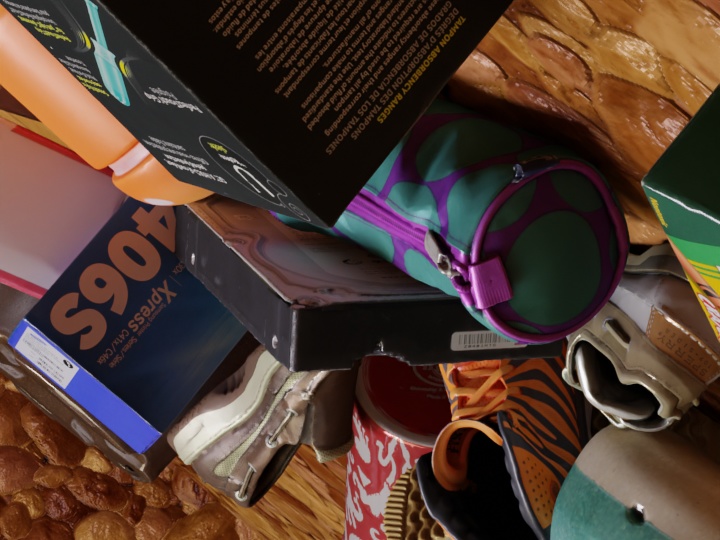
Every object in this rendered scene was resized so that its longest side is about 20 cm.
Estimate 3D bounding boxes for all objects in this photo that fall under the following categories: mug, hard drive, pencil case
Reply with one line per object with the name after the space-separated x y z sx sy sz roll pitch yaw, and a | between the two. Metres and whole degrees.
0.068 0.107 1.562 0.134 0.177 0.200 55 161 34 | mug
0.000 0.000 1.305 0.139 0.038 0.200 -2 -164 -19 | hard drive
0.030 -0.035 1.211 0.200 0.092 0.085 26 124 52 | pencil case

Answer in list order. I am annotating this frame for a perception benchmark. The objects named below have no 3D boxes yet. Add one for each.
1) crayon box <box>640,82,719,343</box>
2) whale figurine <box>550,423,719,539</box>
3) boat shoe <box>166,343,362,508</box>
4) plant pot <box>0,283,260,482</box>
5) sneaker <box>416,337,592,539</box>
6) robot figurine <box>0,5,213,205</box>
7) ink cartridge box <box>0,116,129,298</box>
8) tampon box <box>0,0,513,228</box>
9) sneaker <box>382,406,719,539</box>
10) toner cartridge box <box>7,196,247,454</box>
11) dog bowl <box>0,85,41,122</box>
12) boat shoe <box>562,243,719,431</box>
0.211 0.034 0.993 0.172 0.058 0.200 31 166 36 | crayon box
0.166 0.149 1.288 0.159 0.104 0.200 34 -178 32 | whale figurine
-0.025 0.067 1.458 0.075 0.075 0.202 51 136 4 | boat shoe
-0.120 0.006 1.579 0.200 0.198 0.200 37 168 9 | plant pot
0.070 0.070 1.343 0.112 0.077 0.200 26 -143 -55 | sneaker
-0.118 -0.113 1.326 0.200 0.117 0.144 42 144 -13 | robot figurine
-0.236 -0.055 1.474 0.147 0.086 0.200 24 177 -28 | ink cartridge box
-0.069 -0.135 1.063 0.200 0.126 0.150 45 168 -28 | tampon box
0.116 0.124 1.429 0.199 0.075 0.090 -16 140 28 | sneaker
-0.087 -0.009 1.404 0.095 0.200 0.043 40 153 -4 | toner cartridge box
-0.223 -0.136 1.515 0.200 0.059 0.200 21 -175 -2 | dog bowl
0.126 0.034 1.234 0.075 0.068 0.200 37 170 -1 | boat shoe
